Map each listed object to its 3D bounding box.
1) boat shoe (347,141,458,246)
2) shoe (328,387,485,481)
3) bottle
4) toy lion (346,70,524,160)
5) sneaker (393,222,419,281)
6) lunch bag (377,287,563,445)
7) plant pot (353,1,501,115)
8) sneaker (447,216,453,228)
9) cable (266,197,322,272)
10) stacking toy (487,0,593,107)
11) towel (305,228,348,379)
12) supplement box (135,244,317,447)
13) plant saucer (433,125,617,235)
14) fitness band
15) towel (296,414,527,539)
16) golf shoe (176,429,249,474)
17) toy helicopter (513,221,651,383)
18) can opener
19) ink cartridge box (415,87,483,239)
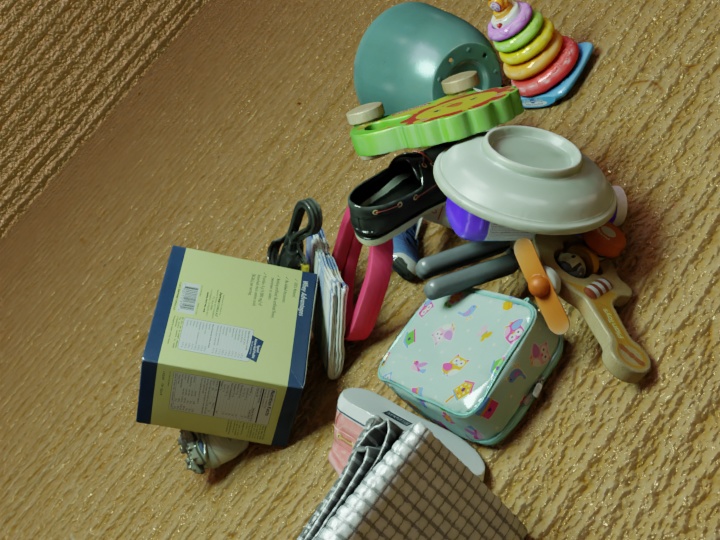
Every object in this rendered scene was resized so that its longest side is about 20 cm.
[{"bbox_3d":[0.070,-0.109,1.167,0.201,0.063,0.074,-35,46,-19],"label":"boat shoe"},{"bbox_3d":[0.045,0.209,1.053,0.199,0.071,0.092,26,110,38],"label":"shoe"},{"bbox_3d":[0.199,-0.071,1.086,0.084,0.199,0.066,-117,29,-56],"label":"bottle"},{"bbox_3d":[0.086,-0.174,1.131,0.199,0.069,0.192,-17,16,4],"label":"toy lion"},{"bbox_3d":[0.049,-0.059,1.357,0.077,0.076,0.200,-38,35,9],"label":"sneaker"},{"bbox_3d":[0.124,0.096,1.073,0.161,0.077,0.200,-52,31,-14],"label":"lunch bag"},{"bbox_3d":[0.115,-0.287,1.443,0.201,0.201,0.161,-49,36,-6],"label":"plant pot"},{"bbox_3d":[0.170,-0.083,1.196,0.199,0.074,0.080,-25,1,-41],"label":"sneaker"},{"bbox_3d":[-0.083,-0.038,1.328,0.097,0.050,0.201,58,145,33],"label":"cable"},{"bbox_3d":[0.221,-0.332,1.348,0.116,0.200,0.110,7,58,53],"label":"stacking toy"},{"bbox_3d":[-0.049,0.039,1.331,0.024,0.148,0.200,-2,27,-13],"label":"towel"},{"bbox_3d":[-0.172,0.098,1.271,0.135,0.198,0.201,109,170,-45],"label":"supplement box"},{"bbox_3d":[0.179,-0.109,1.033,0.201,0.199,0.050,-101,17,-55],"label":"plant saucer"},{"bbox_3d":[0.000,0.000,1.276,0.144,0.037,0.201,-109,27,-46],"label":"fitness band"},{"bbox_3d":[0.041,0.244,0.875,0.166,0.200,0.085,-52,30,-14],"label":"towel"},{"bbox_3d":[-0.219,0.177,1.342,0.201,0.097,0.078,67,157,20],"label":"golf shoe"},{"bbox_3d":[0.229,0.030,0.989,0.079,0.132,0.201,-60,37,37],"label":"toy helicopter"},{"bbox_3d":[0.157,-0.012,1.121,0.199,0.053,0.067,-17,-16,-21],"label":"can opener"},{"bbox_3d":[0.133,-0.137,1.302,0.116,0.067,0.201,105,-178,-52],"label":"ink cartridge box"}]
